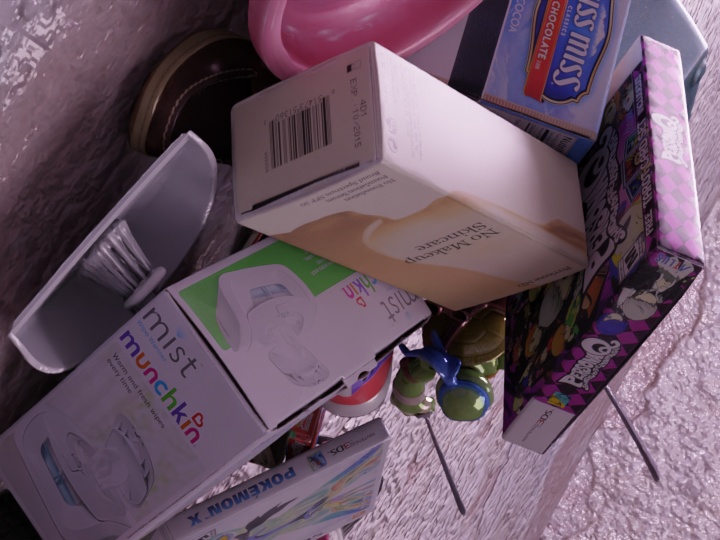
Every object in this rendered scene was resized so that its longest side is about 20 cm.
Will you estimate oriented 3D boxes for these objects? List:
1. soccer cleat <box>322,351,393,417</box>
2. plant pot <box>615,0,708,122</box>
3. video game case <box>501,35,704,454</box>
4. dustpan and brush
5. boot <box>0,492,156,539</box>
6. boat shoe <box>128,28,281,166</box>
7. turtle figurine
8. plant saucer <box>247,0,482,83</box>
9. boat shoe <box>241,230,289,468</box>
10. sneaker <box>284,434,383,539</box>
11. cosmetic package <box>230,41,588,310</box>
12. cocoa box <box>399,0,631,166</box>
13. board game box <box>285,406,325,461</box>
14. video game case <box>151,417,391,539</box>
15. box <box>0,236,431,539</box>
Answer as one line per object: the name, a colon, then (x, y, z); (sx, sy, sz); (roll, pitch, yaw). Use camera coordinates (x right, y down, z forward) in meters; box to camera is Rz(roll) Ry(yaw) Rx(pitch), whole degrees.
soccer cleat: (0.000, 0.000, 1.033); (0.073, 0.068, 0.201); (88, 7, -55)
plant pot: (0.143, -0.134, 1.130); (0.197, 0.199, 0.196); (-50, 158, -31)
video game case: (0.143, -0.018, 0.919); (0.201, 0.036, 0.182); (-83, -162, -46)
dustpan and brush: (-0.125, 0.008, 0.820); (0.140, 0.057, 0.200); (-50, -176, -12)
boot: (-0.191, 0.197, 0.917); (0.131, 0.068, 0.200); (-63, 161, 19)
boat shoe: (-0.056, -0.092, 0.857); (0.200, 0.072, 0.072); (-18, 133, -64)
turtle figurine: (0.096, 0.058, 1.073); (0.144, 0.200, 0.195); (-36, -148, 38)
plant saucer: (0.020, -0.181, 0.770); (0.200, 0.051, 0.201); (-34, 162, -13)
boat shoe: (-0.064, 0.050, 1.049); (0.071, 0.062, 0.201); (-31, 143, -54)
sneaker: (-0.023, 0.184, 1.329); (0.088, 0.074, 0.200); (-52, 164, -28)
cosmetic package: (0.031, -0.044, 0.830); (0.199, 0.105, 0.072); (21, 57, -46)
cocoa box: (0.093, -0.160, 0.950); (0.133, 0.130, 0.201); (117, -9, -68)
board game box: (-0.021, 0.050, 1.114); (0.103, 0.019, 0.201); (97, 8, -65)
video game case: (-0.067, 0.185, 1.109); (0.181, 0.022, 0.200); (-25, 159, -13)
box: (-0.081, 0.065, 0.859); (0.176, 0.097, 0.200); (-40, 175, 32)
